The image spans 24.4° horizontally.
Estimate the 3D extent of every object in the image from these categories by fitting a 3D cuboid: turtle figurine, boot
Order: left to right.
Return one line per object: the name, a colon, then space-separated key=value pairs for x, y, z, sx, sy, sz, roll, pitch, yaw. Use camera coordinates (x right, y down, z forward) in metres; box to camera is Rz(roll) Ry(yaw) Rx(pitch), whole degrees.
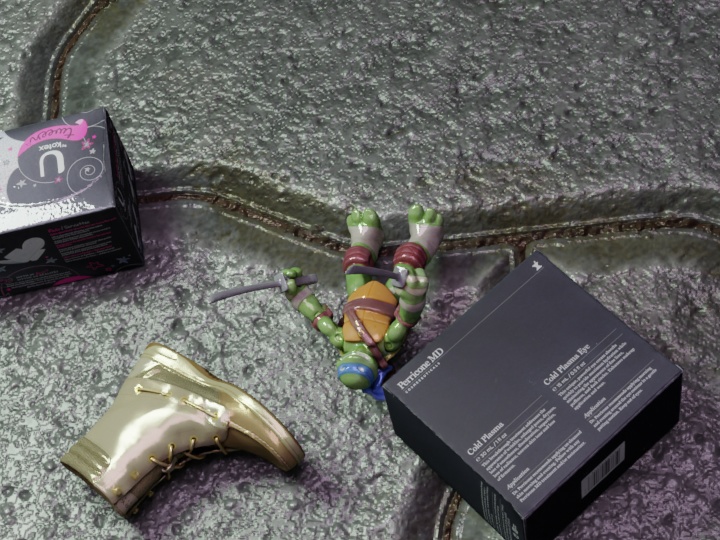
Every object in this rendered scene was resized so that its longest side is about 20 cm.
boot: x=-0.165 y=0.170 z=1.538 sx=0.200 sy=0.073 sz=0.156 roll=29 pitch=67 yaw=25
turtle figurine: x=0.000 y=0.000 z=1.557 sx=0.200 sy=0.144 sz=0.194 roll=39 pitch=42 yaw=-17

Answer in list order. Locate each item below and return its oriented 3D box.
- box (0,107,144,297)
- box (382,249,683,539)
box: x=-0.333 y=-0.065 z=1.682 sx=0.199 sy=0.115 sz=0.132 roll=-12 pitch=58 yaw=1
box: x=0.156 y=0.119 z=1.498 sx=0.200 sy=0.104 sz=0.182 roll=-39 pitch=62 yaw=-15
